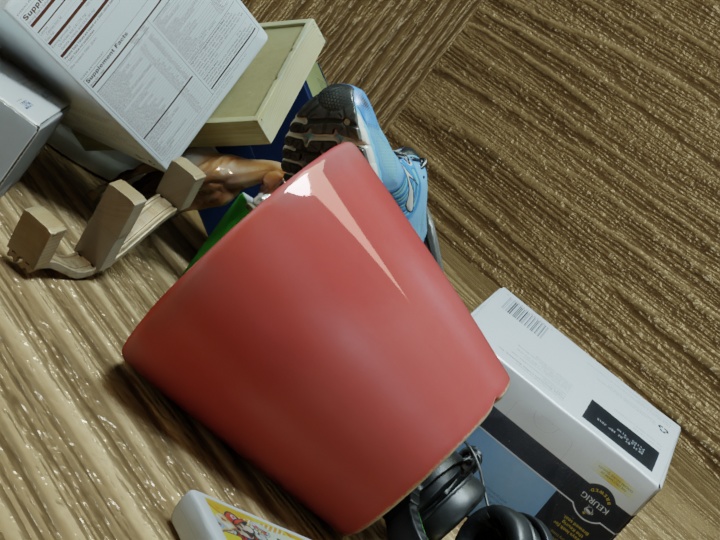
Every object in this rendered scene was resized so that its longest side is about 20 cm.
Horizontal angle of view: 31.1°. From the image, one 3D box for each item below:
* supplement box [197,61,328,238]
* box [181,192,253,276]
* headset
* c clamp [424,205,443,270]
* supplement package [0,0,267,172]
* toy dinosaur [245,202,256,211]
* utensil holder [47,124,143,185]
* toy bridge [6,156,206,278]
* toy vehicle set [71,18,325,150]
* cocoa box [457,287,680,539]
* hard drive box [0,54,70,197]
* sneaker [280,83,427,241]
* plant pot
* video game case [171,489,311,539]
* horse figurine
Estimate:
[{"bbox_3d":[-0.076,-0.092,1.235,0.200,0.134,0.201,-32,100,-83],"label":"supplement box"},{"bbox_3d":[-0.040,0.042,1.032,0.176,0.097,0.200,36,7,-20],"label":"box"},{"bbox_3d":[0.063,0.180,0.864,0.123,0.094,0.200,40,22,-11],"label":"headset"},{"bbox_3d":[0.049,0.026,1.138,0.200,0.027,0.172,120,-39,-71],"label":"c clamp"},{"bbox_3d":[-0.221,-0.212,1.019,0.191,0.147,0.200,24,-16,40],"label":"supplement package"},{"bbox_3d":[0.000,0.000,0.920,0.200,0.048,0.088,34,-22,3],"label":"toy dinosaur"},{"bbox_3d":[-0.232,-0.210,1.271,0.170,0.200,0.170,37,8,-6],"label":"utensil holder"},{"bbox_3d":[-0.176,-0.030,0.904,0.027,0.067,0.200,37,26,10],"label":"toy bridge"},{"bbox_3d":[-0.139,-0.157,1.103,0.199,0.125,0.027,2,-40,31],"label":"toy vehicle set"},{"bbox_3d":[0.141,0.137,1.076,0.200,0.131,0.133,39,24,8],"label":"cocoa box"},{"bbox_3d":[-0.315,-0.139,0.911,0.200,0.077,0.156,36,7,-11],"label":"hard drive box"},{"bbox_3d":[0.004,-0.068,0.948,0.078,0.090,0.200,17,-31,25],"label":"sneaker"},{"bbox_3d":[-0.018,0.051,0.797,0.177,0.200,0.200,48,8,2],"label":"plant pot"},{"bbox_3d":[0.014,0.196,0.625,0.200,0.023,0.182,31,10,-36],"label":"video game case"},{"bbox_3d":[-0.146,-0.070,1.072,0.200,0.132,0.050,19,-44,60],"label":"horse figurine"}]
